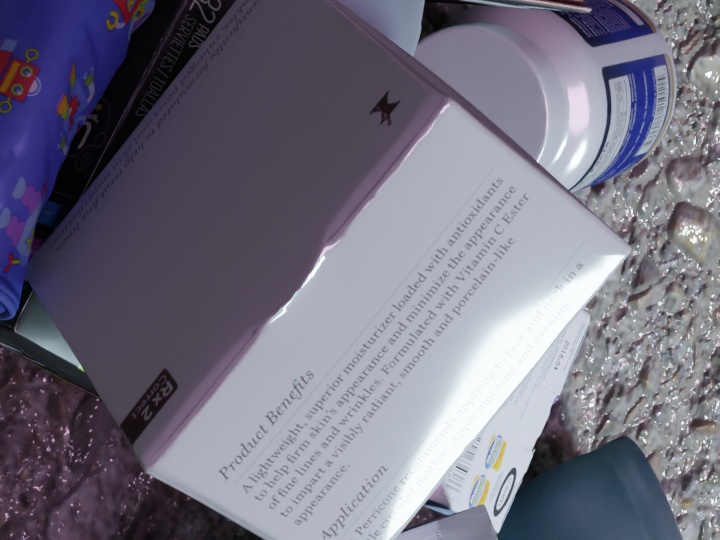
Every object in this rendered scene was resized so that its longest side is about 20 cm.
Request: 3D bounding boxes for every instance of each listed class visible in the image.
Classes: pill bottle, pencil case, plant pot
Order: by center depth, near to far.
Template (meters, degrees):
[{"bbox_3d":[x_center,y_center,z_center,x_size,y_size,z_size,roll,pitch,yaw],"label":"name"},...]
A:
[{"bbox_3d":[-0.164,-0.071,1.093,0.087,0.078,0.201,81,27,-64],"label":"pencil case"},{"bbox_3d":[0.096,-0.096,1.303,0.200,0.115,0.117,-19,114,-64],"label":"pill bottle"},{"bbox_3d":[0.126,0.215,1.408,0.133,0.200,0.201,-15,111,-5],"label":"plant pot"}]

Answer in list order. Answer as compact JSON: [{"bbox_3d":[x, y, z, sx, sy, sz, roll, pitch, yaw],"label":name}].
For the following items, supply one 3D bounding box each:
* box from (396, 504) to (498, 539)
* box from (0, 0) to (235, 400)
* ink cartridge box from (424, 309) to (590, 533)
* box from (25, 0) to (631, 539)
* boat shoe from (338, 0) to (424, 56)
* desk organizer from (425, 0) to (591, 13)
[{"bbox_3d":[-0.034,0.185,1.254,0.158,0.200,0.049,-16,84,-29],"label":"box"},{"bbox_3d":[-0.109,-0.035,1.204,0.148,0.124,0.201,32,79,-36],"label":"box"},{"bbox_3d":[0.044,0.057,1.255,0.200,0.076,0.137,31,82,-53],"label":"ink cartridge box"},{"bbox_3d":[-0.022,-0.004,1.043,0.131,0.200,0.199,36,97,-34],"label":"box"},{"bbox_3d":[-0.013,-0.166,1.169,0.073,0.068,0.201,9,85,-45],"label":"boat shoe"},{"bbox_3d":[0.035,-0.183,1.234,0.071,0.200,0.078,3,96,-37],"label":"desk organizer"}]
